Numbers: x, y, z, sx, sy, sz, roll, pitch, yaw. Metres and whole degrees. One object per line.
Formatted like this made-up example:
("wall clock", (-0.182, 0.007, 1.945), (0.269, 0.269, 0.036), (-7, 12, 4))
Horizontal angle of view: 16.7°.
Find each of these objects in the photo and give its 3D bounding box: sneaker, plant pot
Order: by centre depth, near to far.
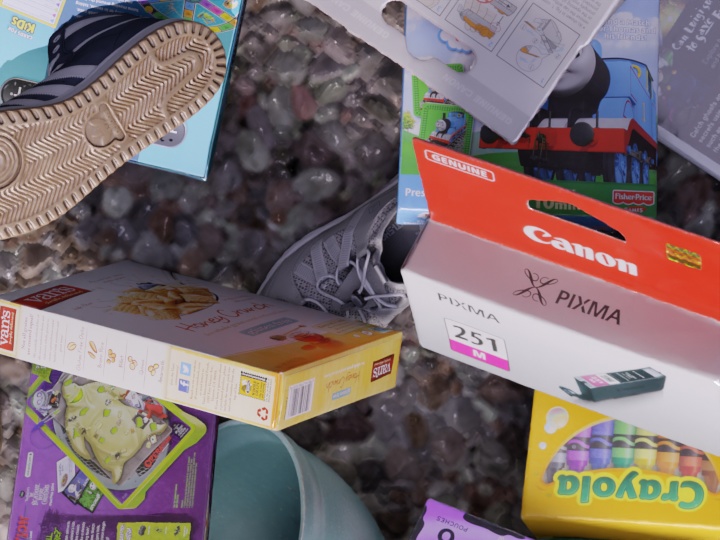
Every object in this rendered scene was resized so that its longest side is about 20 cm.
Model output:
("sneaker", (-0.178, -0.084, 1.390), (0.199, 0.108, 0.070), (-32, 114, -17))
("sneaker", (0.000, 0.000, 1.482), (0.075, 0.082, 0.200), (42, 100, -8))
("plant pot", (-0.052, 0.208, 1.490), (0.134, 0.200, 0.201), (29, 103, -33))

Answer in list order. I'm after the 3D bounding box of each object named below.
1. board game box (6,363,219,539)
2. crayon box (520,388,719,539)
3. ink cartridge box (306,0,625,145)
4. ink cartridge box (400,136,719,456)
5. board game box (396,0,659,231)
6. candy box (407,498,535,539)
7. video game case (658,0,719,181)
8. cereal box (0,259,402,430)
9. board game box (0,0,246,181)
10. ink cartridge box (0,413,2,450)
("board game box", (-0.147, 0.124, 1.470), (0.119, 0.201, 0.032), (3, 145, 1))
("crayon box", (0.166, 0.090, 1.451), (0.125, 0.052, 0.202), (1, 71, 16))
("ink cartridge box", (0.085, -0.195, 1.418), (0.160, 0.050, 0.201), (35, 92, 10))
("ink cartridge box", (0.117, 0.017, 1.364), (0.199, 0.174, 0.044), (20, 66, 20))
("board game box", (0.099, -0.125, 1.435), (0.150, 0.037, 0.202), (2, 76, 2))
("candy box", (0.074, 0.254, 1.377), (0.167, 0.072, 0.201), (20, 61, 14))
("video game case", (0.261, -0.145, 1.476), (0.181, 0.023, 0.201), (32, 102, -6))
("cereal box", (-0.095, 0.040, 1.426), (0.199, 0.144, 0.040), (14, 105, 26))
("board game box", (-0.142, -0.170, 1.467), (0.150, 0.047, 0.202), (13, 103, -2))
("ink cartridge box", (-0.265, 0.037, 1.456), (0.074, 0.165, 0.202), (0, 102, 3))
